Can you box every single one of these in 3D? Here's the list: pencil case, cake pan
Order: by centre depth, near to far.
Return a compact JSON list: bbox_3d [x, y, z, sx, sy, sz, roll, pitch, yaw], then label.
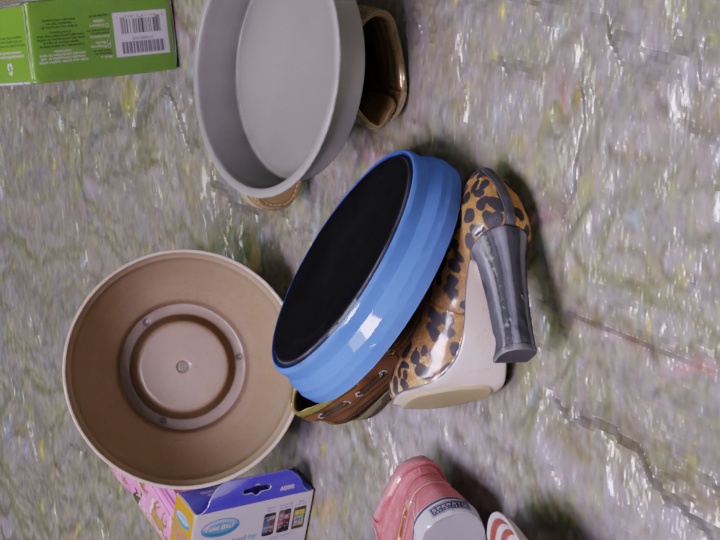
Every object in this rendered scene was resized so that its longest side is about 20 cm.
[{"bbox_3d":[-0.061,-0.155,1.382,0.200,0.037,0.201,2,92,54],"label":"cake pan"},{"bbox_3d":[-0.164,0.223,1.712,0.200,0.083,0.087,50,137,40],"label":"pencil case"}]

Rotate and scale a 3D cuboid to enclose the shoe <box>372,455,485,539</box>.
[{"bbox_3d":[0.053,0.243,1.402,0.091,0.071,0.200,-125,33,-59],"label":"shoe"}]

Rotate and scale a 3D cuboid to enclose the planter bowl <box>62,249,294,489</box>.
[{"bbox_3d":[-0.153,0.084,1.587,0.135,0.200,0.201,164,97,-84],"label":"planter bowl"}]

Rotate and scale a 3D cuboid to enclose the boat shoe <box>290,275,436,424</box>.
[{"bbox_3d":[0.007,0.059,1.421,0.072,0.068,0.200,61,141,30],"label":"boat shoe"}]

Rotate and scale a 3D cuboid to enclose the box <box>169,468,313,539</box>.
[{"bbox_3d":[-0.110,0.254,1.602,0.041,0.119,0.200,40,129,46],"label":"box"}]

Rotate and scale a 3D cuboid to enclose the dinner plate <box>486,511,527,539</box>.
[{"bbox_3d":[0.126,0.265,1.281,0.200,0.024,0.201,169,90,-83],"label":"dinner plate"}]

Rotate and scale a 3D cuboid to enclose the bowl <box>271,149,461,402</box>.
[{"bbox_3d":[0.000,0.000,1.338,0.201,0.039,0.201,-51,19,25],"label":"bowl"}]

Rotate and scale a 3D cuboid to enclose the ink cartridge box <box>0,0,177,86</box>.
[{"bbox_3d":[-0.283,-0.216,1.731,0.200,0.148,0.076,4,102,58],"label":"ink cartridge box"}]

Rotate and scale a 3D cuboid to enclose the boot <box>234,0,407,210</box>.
[{"bbox_3d":[-0.034,-0.125,1.440,0.155,0.073,0.200,31,117,49],"label":"boot"}]

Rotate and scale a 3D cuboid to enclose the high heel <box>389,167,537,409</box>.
[{"bbox_3d":[0.068,0.019,1.336,0.200,0.071,0.143,-38,54,57],"label":"high heel"}]
